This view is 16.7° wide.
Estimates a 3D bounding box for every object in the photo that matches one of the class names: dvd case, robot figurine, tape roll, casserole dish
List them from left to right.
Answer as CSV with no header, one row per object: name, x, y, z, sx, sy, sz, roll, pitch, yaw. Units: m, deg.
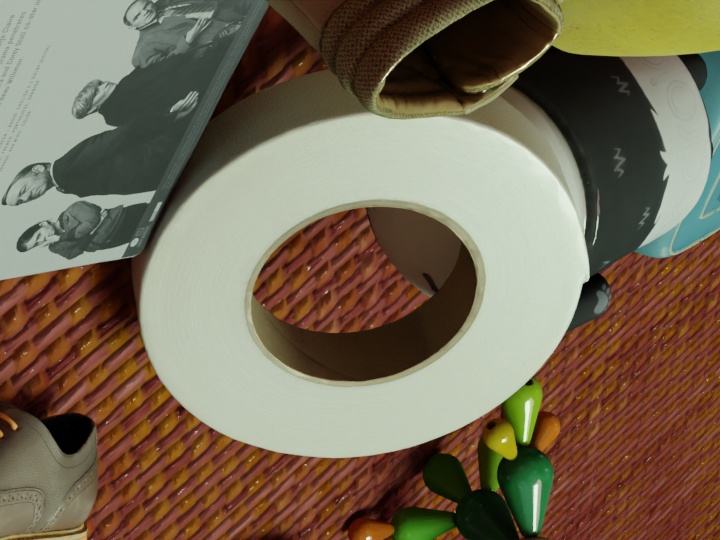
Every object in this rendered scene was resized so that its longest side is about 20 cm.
dvd case,-0.123,-0.058,0.933,0.200,0.025,0.150,-12,137,-55
tape roll,0.000,0.000,1.084,0.202,0.037,0.203,-6,130,-7
robot figurine,0.089,-0.055,1.201,0.200,0.150,0.125,-27,168,-43
casserole dish,0.221,-0.081,1.506,0.121,0.039,0.200,-27,150,-41

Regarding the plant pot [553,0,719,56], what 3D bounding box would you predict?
plant pot,0.124,-0.168,1.031,0.142,0.200,0.200,-31,168,30

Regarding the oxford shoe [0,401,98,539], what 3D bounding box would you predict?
oxford shoe,-0.176,0.088,1.035,0.200,0.071,0.073,5,103,-68

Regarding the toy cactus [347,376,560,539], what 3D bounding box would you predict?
toy cactus,0.081,0.159,1.486,0.102,0.165,0.200,8,117,-40

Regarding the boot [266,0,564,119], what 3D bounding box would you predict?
boot,0.022,-0.132,0.906,0.200,0.155,0.073,-24,147,-46
